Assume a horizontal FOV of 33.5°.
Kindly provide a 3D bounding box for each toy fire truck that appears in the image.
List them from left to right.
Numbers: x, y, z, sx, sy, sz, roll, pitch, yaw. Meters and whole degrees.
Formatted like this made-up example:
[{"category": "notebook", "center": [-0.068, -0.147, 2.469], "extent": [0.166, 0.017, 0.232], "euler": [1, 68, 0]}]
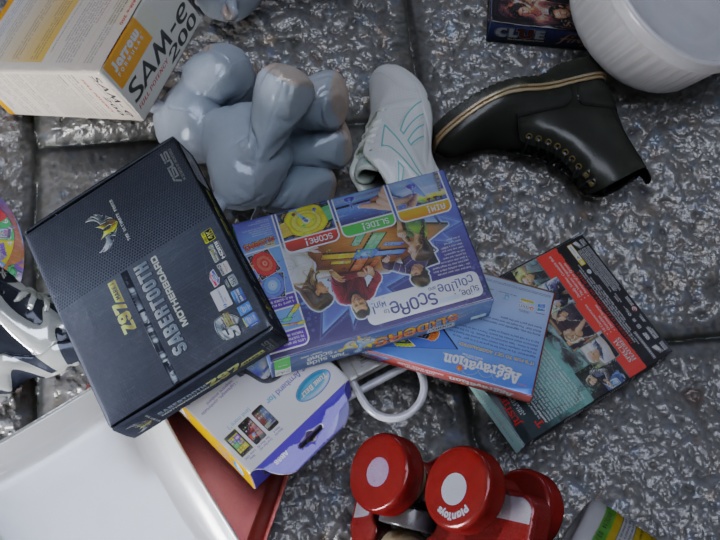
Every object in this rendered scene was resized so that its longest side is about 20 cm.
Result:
[{"category": "toy fire truck", "center": [0.065, 0.232, 0.975], "extent": [0.198, 0.112, 0.170], "euler": [2, 73, 43]}]

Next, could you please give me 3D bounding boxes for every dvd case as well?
[{"category": "dvd case", "center": [0.174, 0.061, 1.096], "extent": [0.199, 0.022, 0.147], "euler": [-26, 70, -31]}]

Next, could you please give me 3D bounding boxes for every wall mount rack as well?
[{"category": "wall mount rack", "center": [0.021, 0.043, 1.099], "extent": [0.172, 0.075, 0.202], "euler": [-26, 71, -9]}]

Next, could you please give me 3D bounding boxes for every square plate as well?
[{"category": "square plate", "center": [-0.226, 0.210, 0.997], "extent": [0.197, 0.029, 0.201], "euler": [-30, 72, -15]}]

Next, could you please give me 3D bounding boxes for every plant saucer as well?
[{"category": "plant saucer", "center": [-0.169, 0.194, 1.042], "extent": [0.197, 0.037, 0.202], "euler": [18, 67, 4]}]

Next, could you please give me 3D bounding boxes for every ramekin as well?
[{"category": "ramekin", "center": [0.299, -0.272, 1.203], "extent": [0.200, 0.094, 0.205], "euler": [12, 64, -25]}]

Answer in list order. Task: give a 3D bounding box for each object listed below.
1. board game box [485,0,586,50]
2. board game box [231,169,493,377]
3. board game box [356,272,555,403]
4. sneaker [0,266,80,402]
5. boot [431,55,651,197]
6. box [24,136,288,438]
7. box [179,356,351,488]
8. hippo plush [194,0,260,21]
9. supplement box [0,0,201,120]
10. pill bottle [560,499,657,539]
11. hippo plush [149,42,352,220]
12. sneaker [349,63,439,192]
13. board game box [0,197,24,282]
[{"category": "board game box", "center": [0.206, -0.334, 1.285], "extent": [0.133, 0.035, 0.203], "euler": [5, 67, -1]}, {"category": "board game box", "center": [0.000, 0.000, 1.036], "extent": [0.197, 0.035, 0.137], "euler": [-14, 64, -8]}, {"category": "board game box", "center": [0.064, 0.041, 1.049], "extent": [0.197, 0.020, 0.104], "euler": [16, 63, 5]}, {"category": "sneaker", "center": [-0.291, 0.028, 1.063], "extent": [0.197, 0.079, 0.131], "euler": [-26, 98, -4]}, {"category": "boot", "center": [0.180, -0.118, 1.175], "extent": [0.198, 0.078, 0.140], "euler": [-23, 75, -11]}, {"category": "box", "center": [-0.173, 0.013, 0.999], "extent": [0.157, 0.051, 0.202], "euler": [-31, 68, 5]}, {"category": "box", "center": [-0.101, 0.092, 1.034], "extent": [0.119, 0.042, 0.200], "euler": [-41, 67, -19]}, {"category": "hippo plush", "center": [-0.116, -0.337, 1.227], "extent": [0.160, 0.200, 0.159], "euler": [-40, 32, 1]}, {"category": "supplement box", "center": [-0.266, -0.215, 1.143], "extent": [0.198, 0.074, 0.127], "euler": [8, 63, 36]}, {"category": "pill bottle", "center": [0.245, 0.289, 0.981], "extent": [0.199, 0.111, 0.112], "euler": [33, 69, 11]}, {"category": "hippo plush", "center": [-0.113, -0.124, 1.142], "extent": [0.160, 0.159, 0.202], "euler": [32, 90, 34]}, {"category": "sneaker", "center": [0.029, -0.119, 1.150], "extent": [0.079, 0.071, 0.203], "euler": [1, 58, -22]}, {"category": "board game box", "center": [-0.417, -0.015, 1.114], "extent": [0.198, 0.039, 0.160], "euler": [-20, 70, -12]}]
